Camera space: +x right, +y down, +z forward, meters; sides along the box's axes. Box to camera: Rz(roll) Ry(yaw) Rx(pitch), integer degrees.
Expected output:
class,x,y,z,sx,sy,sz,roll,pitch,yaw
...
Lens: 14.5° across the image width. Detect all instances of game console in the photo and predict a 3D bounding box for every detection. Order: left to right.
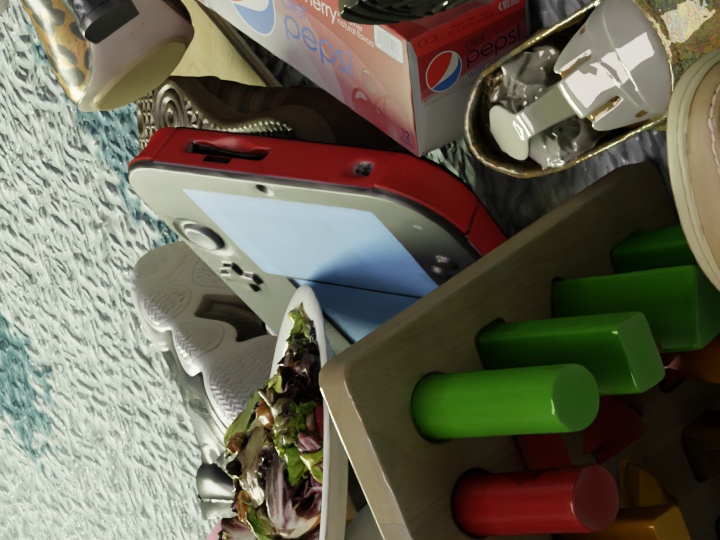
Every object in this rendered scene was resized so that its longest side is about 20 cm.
class,x,y,z,sx,sy,sz,roll,pitch,yaw
game console,0.000,0.000,1.317,0.199,0.031,0.177,9,149,40

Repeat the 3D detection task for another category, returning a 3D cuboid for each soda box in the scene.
class,x,y,z,sx,sy,sz,roll,pitch,yaw
soda box,-0.006,-0.129,1.278,0.200,0.070,0.064,38,146,44

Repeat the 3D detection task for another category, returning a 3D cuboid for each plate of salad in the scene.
class,x,y,z,sx,sy,sz,roll,pitch,yaw
plate of salad,-0.041,0.106,1.316,0.200,0.048,0.201,-176,90,-81

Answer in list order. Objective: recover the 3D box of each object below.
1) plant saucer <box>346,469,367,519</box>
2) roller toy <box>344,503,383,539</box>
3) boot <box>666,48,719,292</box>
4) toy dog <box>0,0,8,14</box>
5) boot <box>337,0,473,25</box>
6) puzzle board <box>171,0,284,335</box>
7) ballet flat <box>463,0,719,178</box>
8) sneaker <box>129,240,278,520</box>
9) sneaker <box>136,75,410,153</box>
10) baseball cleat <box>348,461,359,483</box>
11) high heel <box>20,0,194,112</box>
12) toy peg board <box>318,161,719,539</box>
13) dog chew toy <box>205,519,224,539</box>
class,x,y,z,sx,sy,sz,roll,pitch,yaw
plant saucer,0.028,0.184,1.483,0.201,0.034,0.200,56,-175,-8
roller toy,0.077,0.168,1.292,0.200,0.139,0.183,55,135,15
boot,0.197,0.010,1.012,0.155,0.073,0.201,7,124,63
toy dog,-0.177,-0.189,1.427,0.096,0.199,0.133,13,102,53
boot,0.041,-0.212,1.094,0.181,0.072,0.201,-13,78,27
puzzle board,-0.060,-0.052,1.544,0.151,0.017,0.200,50,155,23
ballet flat,0.097,-0.077,1.131,0.071,0.071,0.200,62,156,-1
sneaker,-0.074,0.069,1.544,0.200,0.075,0.114,-127,30,-54
sneaker,-0.043,-0.061,1.417,0.200,0.075,0.071,20,115,57
baseball cleat,0.062,0.116,1.436,0.200,0.070,0.106,55,141,8
high heel,-0.145,-0.156,1.366,0.143,0.071,0.200,57,176,10
toy peg board,0.115,0.082,1.127,0.098,0.200,0.200,-8,109,50
dog chew toy,-0.040,0.183,1.590,0.200,0.124,0.125,-88,-8,-52
